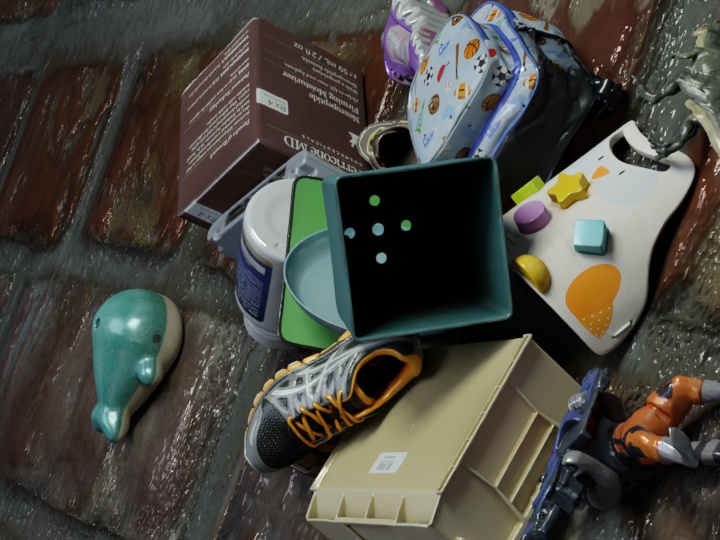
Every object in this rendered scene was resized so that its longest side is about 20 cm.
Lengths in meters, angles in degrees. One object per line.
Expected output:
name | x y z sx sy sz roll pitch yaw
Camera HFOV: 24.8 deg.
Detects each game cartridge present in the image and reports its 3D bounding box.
game cartridge | -0.065 -0.054 1.830 0.200 0.133 0.042 -34 41 44

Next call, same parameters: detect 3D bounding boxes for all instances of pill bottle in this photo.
pill bottle | -0.079 0.000 1.782 0.200 0.111 0.111 104 168 -55

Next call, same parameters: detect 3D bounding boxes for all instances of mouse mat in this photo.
mouse mat | 0.000 0.000 1.679 0.008 0.161 0.200 121 157 -60

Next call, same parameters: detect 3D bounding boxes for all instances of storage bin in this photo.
storage bin | 0.075 0.163 1.449 0.200 0.094 0.199 -9 43 55

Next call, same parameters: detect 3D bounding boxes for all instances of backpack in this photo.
backpack | 0.132 -0.165 1.597 0.200 0.154 0.191 -54 22 25

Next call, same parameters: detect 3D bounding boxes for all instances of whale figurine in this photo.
whale figurine | -0.311 0.118 2.128 0.159 0.104 0.200 23 90 59

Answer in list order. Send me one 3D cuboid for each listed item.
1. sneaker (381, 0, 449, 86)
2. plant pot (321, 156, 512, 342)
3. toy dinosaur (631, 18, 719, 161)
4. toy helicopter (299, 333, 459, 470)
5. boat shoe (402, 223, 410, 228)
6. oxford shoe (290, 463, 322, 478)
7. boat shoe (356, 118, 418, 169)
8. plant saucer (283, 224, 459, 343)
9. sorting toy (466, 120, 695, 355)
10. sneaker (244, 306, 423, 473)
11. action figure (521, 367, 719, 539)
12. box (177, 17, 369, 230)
sneaker | 0.068 -0.235 1.811 0.089 0.080 0.200 -60 26 25
plant pot | 0.036 -0.028 1.477 0.200 0.141 0.142 -152 55 -78
toy dinosaur | 0.287 -0.142 1.415 0.088 0.047 0.200 -16 53 18
toy helicopter | 0.010 0.114 1.589 0.200 0.132 0.079 -35 51 -12
boat shoe | 0.013 0.036 1.712 0.069 0.074 0.200 3 72 28
oxford shoe | -0.063 0.173 1.727 0.200 0.084 0.073 15 84 61
boat shoe | 0.044 -0.132 1.786 0.200 0.059 0.072 31 97 59
plant saucer | 0.023 0.017 1.614 0.200 0.200 0.027 -115 26 -52
sorting toy | 0.207 -0.053 1.473 0.180 0.107 0.200 -44 33 0
sneaker | -0.025 0.115 1.485 0.200 0.078 0.077 -43 27 5
action figure | 0.210 0.159 1.300 0.193 0.105 0.200 -34 19 49
box | -0.102 -0.150 1.921 0.164 0.166 0.200 -39 41 37
